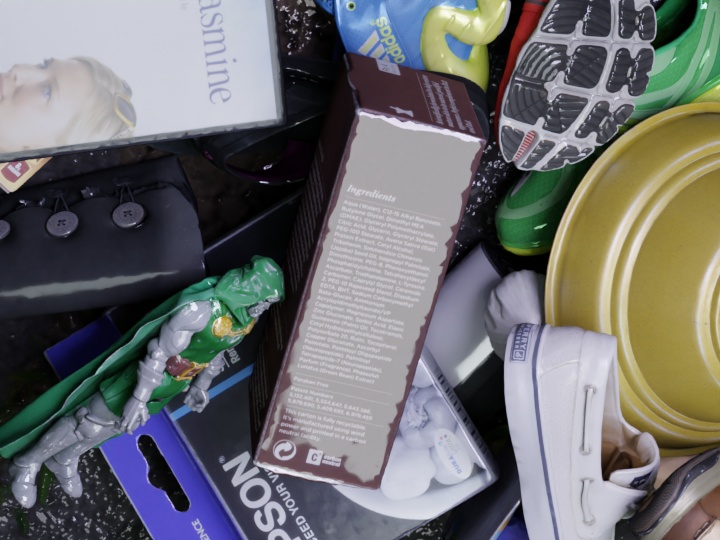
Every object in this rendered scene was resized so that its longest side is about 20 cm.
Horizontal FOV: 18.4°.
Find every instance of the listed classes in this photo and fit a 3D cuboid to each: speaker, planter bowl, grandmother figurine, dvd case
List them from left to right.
[{"bbox_3d":[-0.141,-0.128,1.127,0.199,0.018,0.144,-8,115,-6],"label":"dvd case"},{"bbox_3d":[0.029,0.079,1.314,0.200,0.081,0.081,-45,119,12],"label":"speaker"},{"bbox_3d":[0.144,0.070,1.263,0.200,0.060,0.122,40,77,-27],"label":"grandmother figurine"},{"bbox_3d":[0.205,0.014,1.204,0.199,0.083,0.202,-7,104,-28],"label":"planter bowl"}]

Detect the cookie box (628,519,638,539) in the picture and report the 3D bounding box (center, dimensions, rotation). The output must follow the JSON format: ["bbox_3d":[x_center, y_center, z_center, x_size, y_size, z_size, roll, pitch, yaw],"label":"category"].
[{"bbox_3d":[0.236,0.054,1.353,0.170,0.075,0.201,-11,120,-8],"label":"cookie box"}]

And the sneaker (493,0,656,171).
[{"bbox_3d":[0.119,-0.151,1.200,0.077,0.085,0.201,16,97,-23],"label":"sneaker"}]

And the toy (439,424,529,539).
[{"bbox_3d":[0.084,0.145,1.294,0.047,0.200,0.115,32,110,-5],"label":"toy"}]

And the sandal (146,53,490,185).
[{"bbox_3d":[-0.030,-0.078,1.197,0.199,0.048,0.076,1,141,9],"label":"sandal"}]

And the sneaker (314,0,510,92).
[{"bbox_3d":[0.033,-0.168,1.183,0.104,0.076,0.201,5,117,-15],"label":"sneaker"}]

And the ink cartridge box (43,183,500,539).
[{"bbox_3d":[-0.055,0.082,1.261,0.199,0.043,0.199,-32,90,8],"label":"ink cartridge box"}]

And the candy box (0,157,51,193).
[{"bbox_3d":[-0.153,-0.151,1.158,0.200,0.055,0.115,-41,118,11],"label":"candy box"}]

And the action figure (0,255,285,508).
[{"bbox_3d":[-0.111,0.055,1.182,0.200,0.055,0.118,-41,164,28],"label":"action figure"}]

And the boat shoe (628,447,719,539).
[{"bbox_3d":[0.225,0.132,1.214,0.199,0.074,0.076,-17,148,-47],"label":"boat shoe"}]

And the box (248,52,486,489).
[{"bbox_3d":[0.000,0.000,1.152,0.074,0.100,0.201,12,111,-9],"label":"box"}]

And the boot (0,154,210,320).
[{"bbox_3d":[-0.177,0.018,1.188,0.199,0.166,0.066,-6,142,-11],"label":"boot"}]

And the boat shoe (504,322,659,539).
[{"bbox_3d":[0.126,0.108,1.192,0.069,0.071,0.201,0,129,18],"label":"boat shoe"}]

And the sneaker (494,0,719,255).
[{"bbox_3d":[0.140,-0.094,1.254,0.200,0.074,0.084,-47,121,3],"label":"sneaker"}]
